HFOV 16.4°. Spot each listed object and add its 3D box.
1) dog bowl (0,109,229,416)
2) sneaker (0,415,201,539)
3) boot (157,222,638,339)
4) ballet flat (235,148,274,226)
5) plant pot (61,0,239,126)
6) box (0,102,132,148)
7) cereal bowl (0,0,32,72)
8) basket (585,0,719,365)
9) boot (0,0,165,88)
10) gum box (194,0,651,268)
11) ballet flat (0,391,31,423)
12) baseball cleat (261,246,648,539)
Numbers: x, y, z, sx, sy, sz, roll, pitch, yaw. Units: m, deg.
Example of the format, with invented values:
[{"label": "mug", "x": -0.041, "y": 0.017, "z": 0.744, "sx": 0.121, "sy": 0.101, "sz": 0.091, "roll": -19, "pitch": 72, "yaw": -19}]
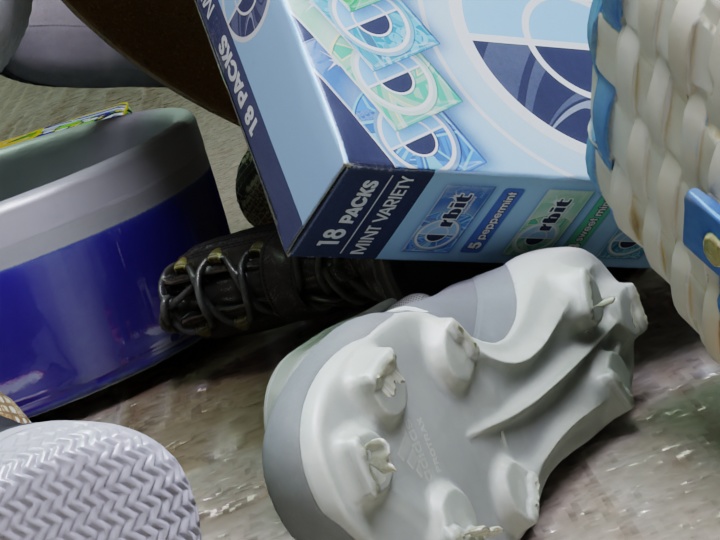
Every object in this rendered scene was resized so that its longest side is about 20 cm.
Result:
[{"label": "dog bowl", "x": -0.150, "y": 0.004, "z": 1.003, "sx": 0.199, "sy": 0.079, "sz": 0.200, "roll": -17, "pitch": 11, "yaw": 3}, {"label": "sneaker", "x": -0.147, "y": 0.088, "z": 0.647, "sx": 0.199, "sy": 0.076, "sz": 0.114, "roll": -16, "pitch": 9, "yaw": -23}, {"label": "boot", "x": 0.000, "y": 0.000, "z": 0.876, "sx": 0.173, "sy": 0.070, "sz": 0.200, "roll": -12, "pitch": 2, "yaw": 30}, {"label": "ballet flat", "x": 0.037, "y": -0.070, "z": 1.129, "sx": 0.199, "sy": 0.068, "sz": 0.075, "roll": -21, "pitch": 2, "yaw": -32}, {"label": "plant pot", "x": -0.005, "y": -0.174, "z": 0.922, "sx": 0.186, "sy": 0.186, "sz": 0.201, "roll": -3, "pitch": 54, "yaw": 54}, {"label": "box", "x": -0.210, "y": -0.027, "z": 1.336, "sx": 0.199, "sy": 0.065, "sz": 0.070, "roll": -17, "pitch": 11, "yaw": 1}, {"label": "cereal bowl", "x": -0.208, "y": -0.069, "z": 0.950, "sx": 0.199, "sy": 0.084, "sz": 0.200, "roll": -27, "pitch": 10, "yaw": 5}, {"label": "basket", "x": 0.155, "y": -0.029, "z": 0.605, "sx": 0.176, "sy": 0.140, "sz": 0.200, "roll": -24, "pitch": 47, "yaw": -25}, {"label": "boot", "x": -0.046, "y": -0.104, "z": 1.035, "sx": 0.199, "sy": 0.070, "sz": 0.131, "roll": -8, "pitch": 15, "yaw": -30}, {"label": "gum box", "x": 0.046, "y": -0.080, "z": 0.766, "sx": 0.199, "sy": 0.171, "sz": 0.045, "roll": 2, "pitch": -38, "yaw": -31}, {"label": "ballet flat", "x": -0.171, "y": 0.015, "z": 0.733, "sx": 0.071, "sy": 0.200, "sz": 0.065, "roll": -51, "pitch": 4, "yaw": 7}, {"label": "baseball cleat", "x": 0.007, "y": 0.045, "z": 0.656, "sx": 0.106, "sy": 0.070, "sz": 0.200, "roll": -19, "pitch": -1, "yaw": 28}]
